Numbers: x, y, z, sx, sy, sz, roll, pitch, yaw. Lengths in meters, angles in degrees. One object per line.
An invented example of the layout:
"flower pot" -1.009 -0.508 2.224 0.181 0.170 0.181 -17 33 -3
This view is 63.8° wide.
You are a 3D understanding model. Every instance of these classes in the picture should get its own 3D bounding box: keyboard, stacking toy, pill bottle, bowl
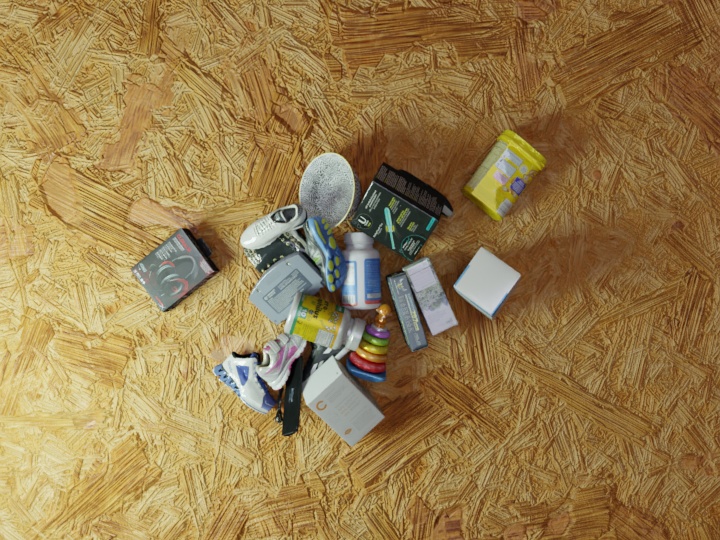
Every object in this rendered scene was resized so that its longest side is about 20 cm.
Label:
"keyboard" -0.190 0.340 1.548 0.020 0.126 0.204 21 57 -33
"stacking toy" 0.039 0.185 1.557 0.114 0.110 0.204 16 101 -3
"pill bottle" 0.000 0.000 1.566 0.110 0.112 0.205 -1 91 -1
"bowl" -0.064 -0.205 1.552 0.198 0.093 0.205 -3 86 39
"pill bottle" -0.092 0.139 1.515 0.197 0.113 0.115 20 91 -4

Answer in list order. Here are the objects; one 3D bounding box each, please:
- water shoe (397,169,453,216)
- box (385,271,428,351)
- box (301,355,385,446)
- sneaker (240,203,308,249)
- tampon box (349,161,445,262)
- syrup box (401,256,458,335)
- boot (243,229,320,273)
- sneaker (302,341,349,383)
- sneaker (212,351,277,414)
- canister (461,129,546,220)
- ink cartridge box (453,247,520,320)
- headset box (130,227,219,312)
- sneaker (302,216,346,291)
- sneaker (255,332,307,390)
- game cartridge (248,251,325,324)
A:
"water shoe" 0.164 -0.198 1.599 0.198 0.072 0.079 35 118 -3
"box" 0.122 0.105 1.549 0.050 0.158 0.204 -18 91 -1
"box" -0.048 0.349 1.543 0.124 0.098 0.201 -41 117 0
"sneaker" -0.234 -0.121 1.511 0.198 0.080 0.077 -28 82 8
"tampon box" 0.099 -0.156 1.526 0.198 0.127 0.151 30 126 -3
"syrup box" 0.189 0.070 1.587 0.078 0.081 0.203 -24 92 1
"boot" -0.208 -0.037 1.582 0.153 0.073 0.204 -41 90 4
"sneaker" -0.130 0.236 1.595 0.199 0.073 0.112 -40 84 -3
"sneaker" -0.296 0.291 1.580 0.199 0.081 0.116 39 92 0
"canister" 0.389 -0.258 1.584 0.148 0.087 0.201 38 91 -2
"ink cartridge box" 0.338 0.042 1.544 0.125 0.200 0.129 37 90 15
"headset box" -0.493 -0.008 1.570 0.199 0.075 0.150 -37 91 0
"sneaker" -0.096 -0.044 1.515 0.070 0.082 0.203 -28 103 -34
"sneaker" -0.212 0.213 1.556 0.088 0.081 0.203 33 73 -26
"game cartridge" -0.200 0.044 1.559 0.199 0.042 0.133 -39 104 18
